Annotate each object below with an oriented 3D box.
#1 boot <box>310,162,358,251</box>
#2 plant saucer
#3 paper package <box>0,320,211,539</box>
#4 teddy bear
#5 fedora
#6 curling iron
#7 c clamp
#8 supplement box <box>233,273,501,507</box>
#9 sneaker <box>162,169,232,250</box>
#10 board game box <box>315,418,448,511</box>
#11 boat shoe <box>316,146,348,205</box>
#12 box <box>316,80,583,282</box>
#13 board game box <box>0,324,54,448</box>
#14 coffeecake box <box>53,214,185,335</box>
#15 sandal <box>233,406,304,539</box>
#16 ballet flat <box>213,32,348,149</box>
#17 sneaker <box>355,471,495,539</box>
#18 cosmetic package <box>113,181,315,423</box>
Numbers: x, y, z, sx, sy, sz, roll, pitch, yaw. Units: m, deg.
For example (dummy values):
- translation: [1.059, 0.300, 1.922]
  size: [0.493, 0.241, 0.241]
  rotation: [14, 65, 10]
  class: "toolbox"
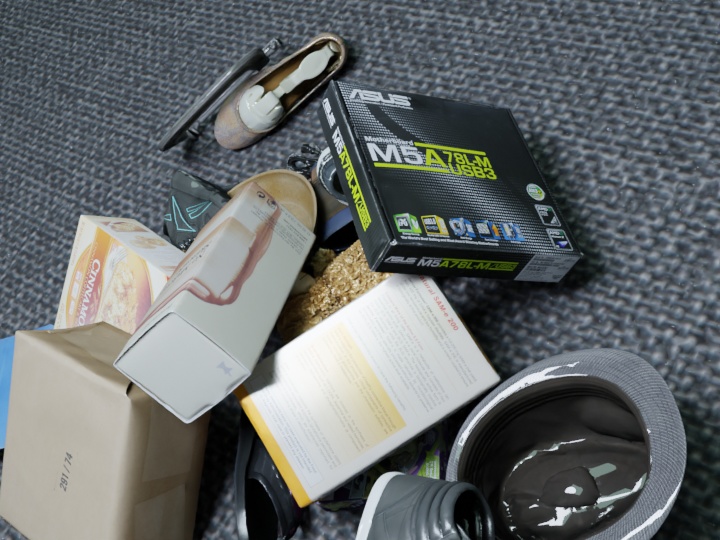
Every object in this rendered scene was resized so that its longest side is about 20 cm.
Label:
- translation: [0.035, -0.083, 0.994]
  size: [0.200, 0.075, 0.097]
  rotation: [-16, 61, 31]
  class: "boot"
- translation: [-0.118, -0.019, 1.034]
  size: [0.200, 0.035, 0.200]
  rotation: [-23, 47, 27]
  class: "plant saucer"
- translation: [-0.245, 0.170, 0.894]
  size: [0.190, 0.103, 0.200]
  rotation: [19, 106, 36]
  class: "paper package"
- translation: [0.000, 0.000, 0.927]
  size: [0.200, 0.067, 0.145]
  rotation: [-24, 31, 1]
  class: "teddy bear"
- translation: [0.169, 0.161, 0.743]
  size: [0.200, 0.090, 0.177]
  rotation: [-31, 47, 18]
  class: "fedora"
- translation: [-0.122, -0.105, 1.111]
  size: [0.200, 0.026, 0.050]
  rotation: [-13, 91, 25]
  class: "curling iron"
- translation: [-0.171, -0.218, 1.178]
  size: [0.200, 0.027, 0.171]
  rotation: [-43, 9, 5]
  class: "c clamp"
- translation: [0.006, 0.098, 0.822]
  size: [0.200, 0.074, 0.126]
  rotation: [-33, 77, 3]
  class: "supplement box"
- translation: [-0.158, -0.048, 1.023]
  size: [0.200, 0.075, 0.079]
  rotation: [29, 94, 55]
  class: "sneaker"
- translation: [0.023, 0.121, 0.888]
  size: [0.120, 0.032, 0.200]
  rotation: [-12, 55, 24]
  class: "board game box"
- translation: [0.058, -0.083, 0.924]
  size: [0.200, 0.076, 0.060]
  rotation: [0, 21, -9]
  class: "boat shoe"
- translation: [0.077, -0.079, 0.845]
  size: [0.048, 0.200, 0.193]
  rotation: [-56, 40, 44]
  class: "box"
- translation: [-0.409, 0.150, 1.096]
  size: [0.200, 0.039, 0.158]
  rotation: [-17, 48, 12]
  class: "board game box"
- translation: [-0.233, 0.049, 1.000]
  size: [0.200, 0.073, 0.154]
  rotation: [30, 108, 38]
  class: "coffeecake box"
- translation: [-0.081, 0.190, 0.868]
  size: [0.048, 0.075, 0.201]
  rotation: [-15, 53, 15]
  class: "sandal"
- translation: [-0.096, -0.220, 1.141]
  size: [0.200, 0.068, 0.067]
  rotation: [-43, 16, -2]
  class: "ballet flat"
- translation: [0.040, 0.234, 0.675]
  size: [0.099, 0.071, 0.200]
  rotation: [-19, 45, 42]
  class: "sneaker"
- translation: [-0.125, 0.023, 0.848]
  size: [0.103, 0.087, 0.200]
  rotation: [-38, 19, 33]
  class: "cosmetic package"
